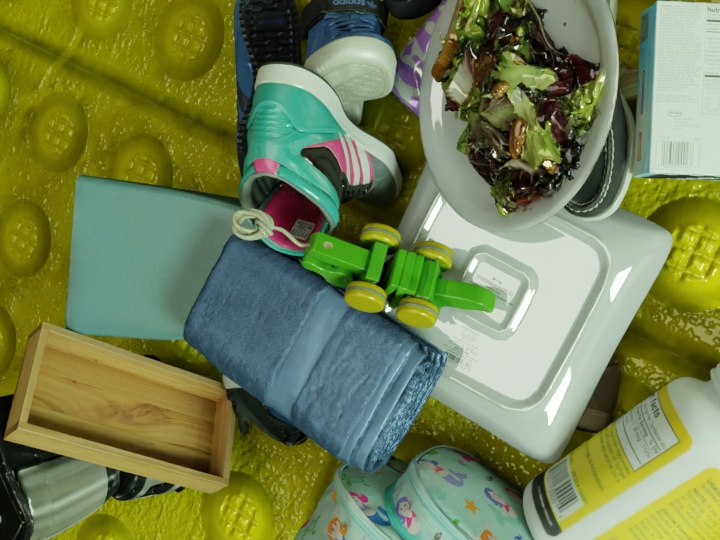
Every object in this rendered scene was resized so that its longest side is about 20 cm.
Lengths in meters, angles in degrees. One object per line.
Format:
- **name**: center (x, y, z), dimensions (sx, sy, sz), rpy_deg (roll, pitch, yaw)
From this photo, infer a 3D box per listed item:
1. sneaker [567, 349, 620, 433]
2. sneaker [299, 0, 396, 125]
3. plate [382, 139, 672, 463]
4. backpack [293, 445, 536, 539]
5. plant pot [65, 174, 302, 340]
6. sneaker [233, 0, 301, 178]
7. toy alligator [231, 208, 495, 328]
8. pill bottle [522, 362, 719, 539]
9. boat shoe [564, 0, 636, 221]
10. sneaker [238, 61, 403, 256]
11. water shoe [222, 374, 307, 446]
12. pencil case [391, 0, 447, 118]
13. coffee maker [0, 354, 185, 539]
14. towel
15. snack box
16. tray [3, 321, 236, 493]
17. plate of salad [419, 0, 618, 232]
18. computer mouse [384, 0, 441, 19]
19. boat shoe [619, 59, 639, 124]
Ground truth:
- **sneaker**: center (0.114, 0.074, 0.756), dimensions (0.199, 0.070, 0.076), rpy_deg (15, 80, 21)
- **sneaker**: center (-0.012, -0.192, 0.753), dimensions (0.076, 0.200, 0.112), rpy_deg (4, 86, -5)
- **plate**: center (0.103, 0.017, 0.702), dimensions (0.199, 0.032, 0.200), rpy_deg (29, 98, 18)
- **backpack**: center (0.055, 0.224, 0.712), dimensions (0.200, 0.177, 0.151), rpy_deg (31, 102, 22)
- **plant pot**: center (-0.140, -0.006, 0.841), dimensions (0.199, 0.141, 0.142), rpy_deg (5, 92, 19)
- **sneaker**: center (-0.086, -0.172, 0.861), dimensions (0.066, 0.078, 0.201), rpy_deg (-2, 107, -8)
- **toy alligator**: center (0.000, 0.000, 0.677), dimensions (0.199, 0.054, 0.059), rpy_deg (17, 67, -3)
- **pill bottle**: center (0.227, 0.150, 0.660), dimensions (0.200, 0.114, 0.114), rpy_deg (-41, 72, 21)
- **boat shoe**: center (0.150, -0.136, 0.647), dimensions (0.074, 0.060, 0.201), rpy_deg (0, 91, 37)
- **sneaker**: center (-0.031, -0.064, 0.733), dimensions (0.083, 0.200, 0.121), rpy_deg (5, 72, 31)
- **water shoe**: center (-0.046, 0.114, 0.815), dimensions (0.200, 0.071, 0.079), rpy_deg (-4, 100, 51)
- **pencil case**: center (0.105, -0.197, 0.740), dimensions (0.200, 0.084, 0.086), rpy_deg (-50, 33, 19)
- **coffee maker**: center (-0.273, 0.146, 0.859), dimensions (0.134, 0.200, 0.193), rpy_deg (-7, 94, 38)
- **towel**: center (-0.040, 0.060, 0.713), dimensions (0.200, 0.049, 0.112), rpy_deg (32, 93, 22)
- **snack box**: center (0.292, -0.118, 0.623), dimensions (0.199, 0.037, 0.117), rpy_deg (3, 91, -1)
- **tray**: center (-0.208, 0.128, 0.824), dimensions (0.037, 0.200, 0.099), rpy_deg (-32, 44, 40)
- **plate of salad**: center (0.094, -0.126, 0.635), dimensions (0.200, 0.048, 0.201), rpy_deg (1, 91, 56)
- **computer mouse**: center (0.069, -0.296, 0.771), dimensions (0.059, 0.034, 0.200), rpy_deg (12, 76, 37)
- **boat shoe**: center (0.187, -0.135, 0.709), dimensions (0.200, 0.072, 0.065), rpy_deg (-16, 66, 31)
